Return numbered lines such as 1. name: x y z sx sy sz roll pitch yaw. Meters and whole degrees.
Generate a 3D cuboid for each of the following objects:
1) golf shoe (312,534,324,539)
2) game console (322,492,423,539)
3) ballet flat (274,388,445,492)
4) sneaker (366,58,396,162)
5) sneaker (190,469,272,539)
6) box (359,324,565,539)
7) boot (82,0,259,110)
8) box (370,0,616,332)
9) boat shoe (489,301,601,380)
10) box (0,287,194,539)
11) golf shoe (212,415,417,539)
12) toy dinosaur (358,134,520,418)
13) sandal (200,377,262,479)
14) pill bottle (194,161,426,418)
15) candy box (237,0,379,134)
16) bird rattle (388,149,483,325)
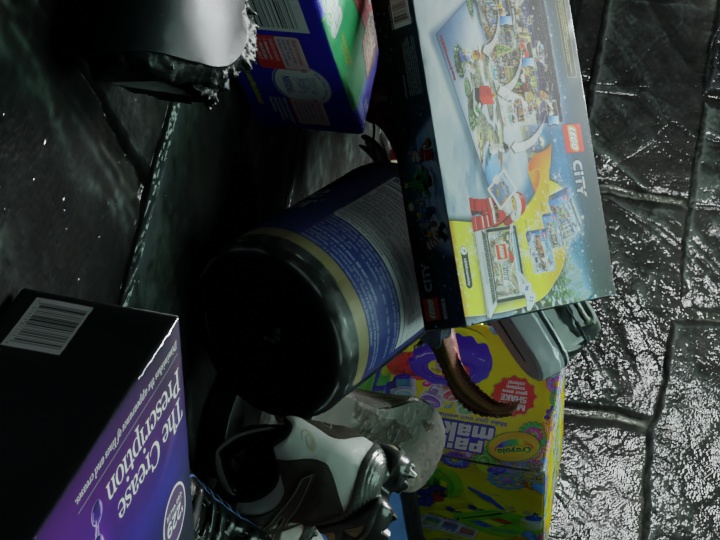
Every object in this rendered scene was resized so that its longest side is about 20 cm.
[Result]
1. golf shoe: -0.044 0.214 0.922 0.092 0.074 0.201 89 -11 -49
2. game console: -0.015 0.244 1.086 0.201 0.174 0.117 81 -18 -55
3. ballet flat: 0.000 0.110 0.973 0.199 0.046 0.068 22 84 -58
4. sneaker: 0.019 -0.137 1.004 0.200 0.080 0.075 50 23 -33
5. sneaker: -0.087 0.144 0.775 0.201 0.077 0.071 80 22 -56
6. box: 0.063 0.140 1.187 0.193 0.198 0.123 81 21 -57
7. boot: -0.082 -0.166 0.605 0.200 0.075 0.170 55 40 -81
8. box: 0.082 -0.073 0.863 0.136 0.037 0.203 -8 89 -41
9. boat shoe: 0.099 -0.021 1.004 0.201 0.071 0.072 59 -17 -17
10. box: -0.133 0.123 0.557 0.201 0.078 0.142 -65 161 -55
11. golf shoe: -0.054 0.127 0.854 0.200 0.094 0.078 -34 -150 49
12. toy dinosaur: 0.024 0.007 1.069 0.200 0.104 0.182 51 22 -19
13. sandal: -0.052 0.053 0.952 0.076 0.047 0.202 82 21 -51
14. pill bottle: 0.000 0.000 0.883 0.200 0.111 0.113 -34 134 -49
15. candy box: -0.024 -0.209 0.849 0.169 0.076 0.202 67 32 -67
16. bird rattle: 0.050 -0.035 1.274 0.163 0.112 0.203 19 76 -61
